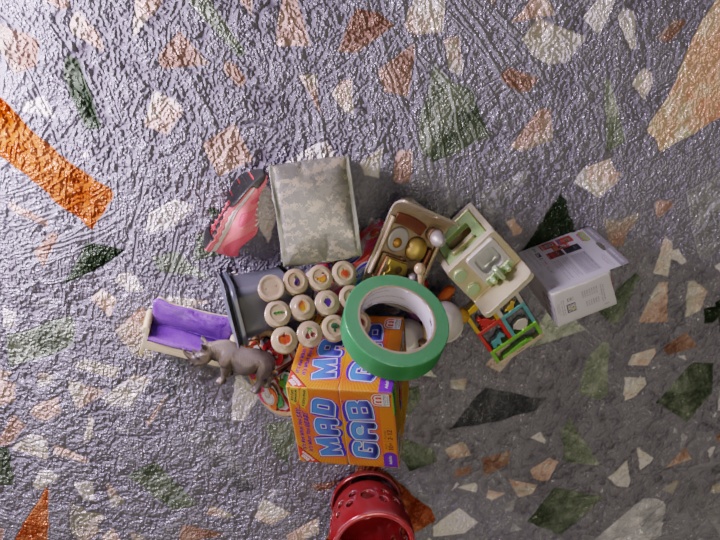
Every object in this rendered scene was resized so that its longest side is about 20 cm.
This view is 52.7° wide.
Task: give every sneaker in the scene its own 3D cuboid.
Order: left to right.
[{"bbox_3d":[-0.232,-0.112,1.444,0.086,0.074,0.201,26,112,-33],"label":"sneaker"}]

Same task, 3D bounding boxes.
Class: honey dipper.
[{"bbox_3d":[0.126,0.084,1.421,0.037,0.038,0.205,-7,106,-5],"label":"honey dipper"}]

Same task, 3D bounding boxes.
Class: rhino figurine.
[{"bbox_3d":[-0.264,0.183,1.473,0.196,0.060,0.089,17,112,-11],"label":"rhino figurine"}]

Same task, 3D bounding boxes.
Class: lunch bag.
[{"bbox_3d":[-0.086,-0.111,1.410,0.160,0.118,0.205,-8,94,-5],"label":"lunch bag"}]

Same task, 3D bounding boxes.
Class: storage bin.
[{"bbox_3d":[-0.200,0.068,1.449,0.131,0.200,0.149,-15,102,-12],"label":"storage bin"}]

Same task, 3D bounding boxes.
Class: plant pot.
[{"bbox_3d":[0.018,0.591,1.718,0.195,0.183,0.205,-4,115,-8],"label":"plant pot"}]

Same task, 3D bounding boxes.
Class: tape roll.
[{"bbox_3d":[0.062,0.101,1.323,0.195,0.204,0.049,4,139,-11],"label":"tape roll"}]

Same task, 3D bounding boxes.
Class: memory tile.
[{"bbox_3d":[-0.085,0.065,1.362,0.196,0.017,0.157,-11,73,-18],"label":"memory tile"}]

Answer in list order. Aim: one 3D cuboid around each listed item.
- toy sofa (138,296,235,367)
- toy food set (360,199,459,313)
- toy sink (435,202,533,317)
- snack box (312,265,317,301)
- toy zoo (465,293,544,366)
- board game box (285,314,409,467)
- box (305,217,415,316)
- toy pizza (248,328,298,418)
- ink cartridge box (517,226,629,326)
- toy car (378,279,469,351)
[{"bbox_3d":[-0.354,0.136,1.515,0.196,0.083,0.099,17,111,-16],"label":"toy sofa"},{"bbox_3d":[0.098,-0.024,1.419,0.141,0.060,0.204,18,101,-30],"label":"toy food set"},{"bbox_3d":[0.236,-0.026,1.468,0.130,0.201,0.112,-43,121,12],"label":"toy sink"},{"bbox_3d":[-0.060,-0.023,1.524,0.070,0.024,0.205,1,113,-11],"label":"snack box"},{"bbox_3d":[0.317,0.109,1.643,0.130,0.021,0.201,-35,114,7],"label":"toy zoo"},{"bbox_3d":[-0.015,0.229,1.407,0.195,0.202,0.203,1,127,11],"label":"board game box"},{"bbox_3d":[0.000,0.000,1.480,0.198,0.100,0.096,-37,121,-4],"label":"box"},{"bbox_3d":[-0.183,0.219,1.536,0.031,0.198,0.205,-21,125,-47],"label":"toy pizza"},{"bbox_3d":[0.448,0.007,1.519,0.172,0.201,0.085,-21,116,2],"label":"ink cartridge box"},{"bbox_3d":[0.126,0.099,1.550,0.197,0.175,0.152,-27,81,4],"label":"toy car"}]
